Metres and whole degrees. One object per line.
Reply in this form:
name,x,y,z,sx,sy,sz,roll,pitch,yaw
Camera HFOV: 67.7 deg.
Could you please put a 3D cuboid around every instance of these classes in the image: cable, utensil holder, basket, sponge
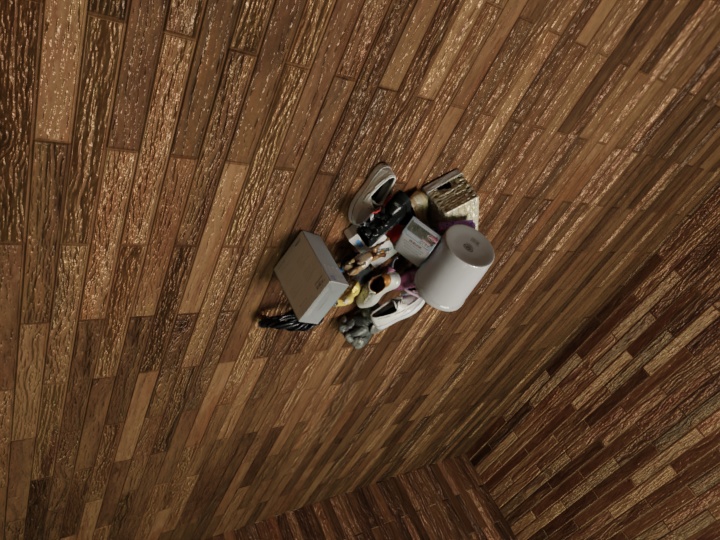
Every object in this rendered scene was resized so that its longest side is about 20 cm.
cable,-0.214,0.164,1.655,0.197,0.163,0.052,-3,98,-17
utensil holder,0.270,-0.008,1.553,0.168,0.171,0.201,-9,147,-30
basket,0.279,-0.180,1.641,0.134,0.124,0.201,-27,145,-7
sponge,0.271,-0.075,1.630,0.110,0.030,0.201,-5,145,-10

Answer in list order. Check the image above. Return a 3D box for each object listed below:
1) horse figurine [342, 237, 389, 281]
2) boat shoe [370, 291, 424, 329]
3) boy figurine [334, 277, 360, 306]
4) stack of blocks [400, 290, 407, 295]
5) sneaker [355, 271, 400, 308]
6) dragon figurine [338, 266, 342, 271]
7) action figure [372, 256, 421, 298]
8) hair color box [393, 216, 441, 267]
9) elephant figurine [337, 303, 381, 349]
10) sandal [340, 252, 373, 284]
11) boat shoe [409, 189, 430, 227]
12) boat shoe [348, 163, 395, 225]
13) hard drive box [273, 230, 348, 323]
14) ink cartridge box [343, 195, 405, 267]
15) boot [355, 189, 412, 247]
horse figurine,0.010,-0.028,1.532,0.199,0.050,0.132,-35,179,-23
boat shoe,0.123,0.118,1.777,0.198,0.072,0.066,-27,135,1
boy figurine,-0.070,0.080,1.694,0.198,0.124,0.065,-24,116,-33
stack of blocks,0.245,0.039,1.861,0.198,0.060,0.115,-21,158,31
sneaker,0.034,0.060,1.714,0.084,0.074,0.200,-1,151,-44
dragon figurine,-0.097,0.004,1.620,0.198,0.059,0.100,-30,146,-2
action figure,0.124,0.046,1.767,0.196,0.150,0.135,-4,136,5
hair color box,0.162,-0.080,1.569,0.061,0.098,0.200,-53,176,-10
elephant figurine,0.029,0.168,1.860,0.200,0.141,0.155,-45,-173,3
sandal,0.001,-0.001,1.639,0.075,0.048,0.200,-47,152,3
boat shoe,0.165,-0.150,1.628,0.064,0.071,0.202,-34,138,-23
boat shoe,0.031,-0.196,1.475,0.073,0.066,0.201,-1,134,-37
hard drive box,-0.140,0.018,1.479,0.076,0.201,0.156,13,126,-46
ink cartridge box,0.067,-0.113,1.625,0.175,0.045,0.200,-37,145,7
boot,0.069,-0.130,1.502,0.162,0.073,0.198,-45,168,-5
